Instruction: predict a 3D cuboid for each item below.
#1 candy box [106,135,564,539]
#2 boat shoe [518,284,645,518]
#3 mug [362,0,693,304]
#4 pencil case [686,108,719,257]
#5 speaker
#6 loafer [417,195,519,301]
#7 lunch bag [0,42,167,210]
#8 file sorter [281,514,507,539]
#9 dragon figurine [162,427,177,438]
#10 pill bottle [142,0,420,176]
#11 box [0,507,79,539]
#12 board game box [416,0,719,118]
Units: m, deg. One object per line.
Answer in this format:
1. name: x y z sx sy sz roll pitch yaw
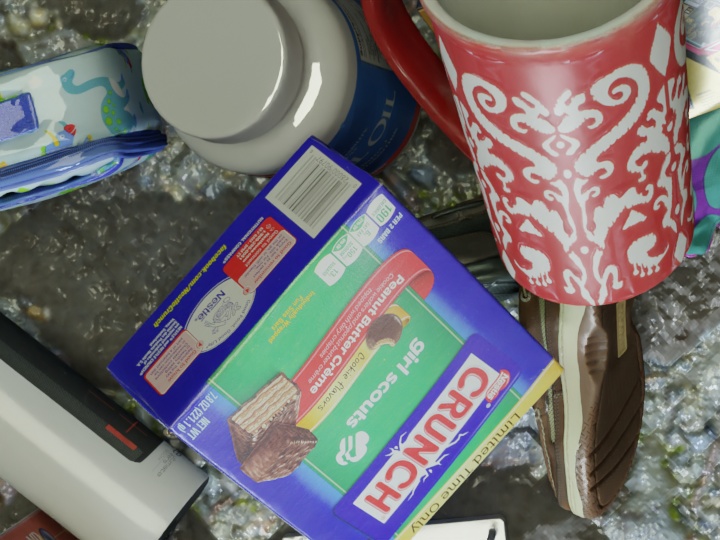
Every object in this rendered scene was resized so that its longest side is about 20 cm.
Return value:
1. candy box: -0.010 0.054 1.257 0.169 0.200 0.077 -49 44 -2
2. boat shoe: 0.121 0.047 1.360 0.075 0.075 0.203 17 120 32
3. mug: 0.101 -0.100 1.212 0.133 0.201 0.178 -29 47 -12
4. pencil case: 0.229 -0.100 1.337 0.200 0.085 0.092 -45 107 6
5. speaker: -0.190 0.098 1.404 0.200 0.081 0.081 38 97 4
6. loafer: 0.000 0.000 1.389 0.199 0.072 0.063 -9 74 0
7. lunch bag: -0.222 -0.073 1.355 0.199 0.161 0.083 -16 92 7
8. file sorter: 0.025 0.259 1.369 0.138 0.125 0.201 -6 93 7
9. dragon figurine: -0.019 0.075 1.392 0.199 0.099 0.059 -4 94 -11
10. pill bottle: -0.045 -0.107 1.295 0.112 0.200 0.113 0 89 20
11. box: -0.178 0.257 1.378 0.106 0.152 0.200 -39 89 9
12. board game box: 0.149 -0.139 1.260 0.199 0.035 0.136 -19 126 29
